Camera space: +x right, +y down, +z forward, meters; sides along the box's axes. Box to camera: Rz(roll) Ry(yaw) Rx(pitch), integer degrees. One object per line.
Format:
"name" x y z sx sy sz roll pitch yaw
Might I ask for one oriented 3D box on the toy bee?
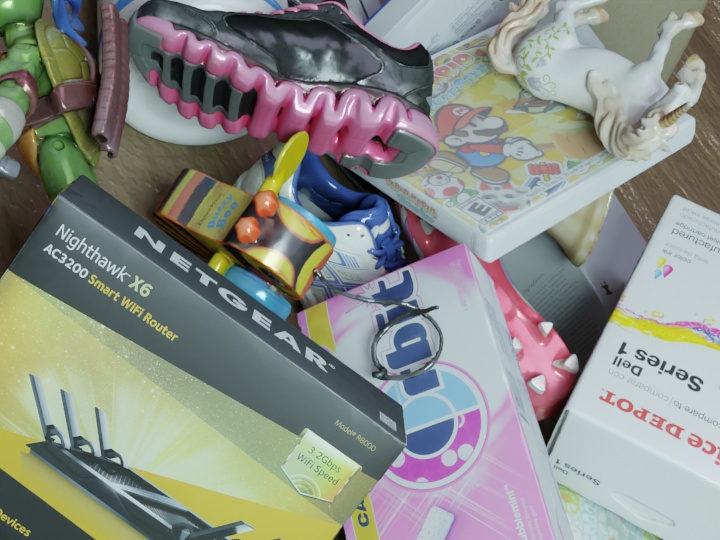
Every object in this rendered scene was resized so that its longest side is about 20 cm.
"toy bee" -0.052 -0.023 0.709 0.109 0.198 0.132 50 50 -54

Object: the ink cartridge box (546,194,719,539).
"ink cartridge box" 0.226 0.070 0.814 0.144 0.084 0.201 26 56 13

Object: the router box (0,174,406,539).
"router box" -0.101 0.078 0.600 0.199 0.158 0.052 35 12 -9

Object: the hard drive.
"hard drive" 0.099 -0.177 0.959 0.200 0.132 0.025 32 20 -53

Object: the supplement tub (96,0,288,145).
"supplement tub" -0.116 -0.199 0.852 0.131 0.132 0.202 15 46 -30

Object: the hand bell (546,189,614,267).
"hand bell" 0.075 -0.080 0.881 0.198 0.105 0.105 16 43 1

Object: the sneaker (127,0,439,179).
"sneaker" -0.041 -0.128 0.752 0.198 0.079 0.096 18 66 -16

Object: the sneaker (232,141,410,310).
"sneaker" 0.000 0.000 0.811 0.200 0.088 0.075 42 38 -5

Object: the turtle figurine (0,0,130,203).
"turtle figurine" -0.197 -0.047 0.663 0.199 0.143 0.195 -32 94 -44

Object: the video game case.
"video game case" 0.092 -0.096 0.834 0.199 0.023 0.182 -29 47 -29

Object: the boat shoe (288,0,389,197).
"boat shoe" -0.024 -0.138 0.925 0.201 0.073 0.063 52 40 2

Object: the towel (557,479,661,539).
"towel" 0.150 0.226 0.773 0.170 0.048 0.201 -9 62 -48

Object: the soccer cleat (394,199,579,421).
"soccer cleat" 0.073 0.011 0.831 0.066 0.077 0.201 -23 74 -27

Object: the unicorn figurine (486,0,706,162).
"unicorn figurine" 0.167 -0.129 0.811 0.137 0.199 0.074 -44 131 -29

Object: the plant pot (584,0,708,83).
"plant pot" 0.193 -0.253 1.124 0.198 0.177 0.201 -1 57 -40

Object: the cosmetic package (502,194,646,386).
"cosmetic package" 0.184 0.020 0.960 0.101 0.074 0.201 -10 64 -43

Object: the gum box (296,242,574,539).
"gum box" 0.041 0.091 0.720 0.066 0.112 0.202 45 27 -60

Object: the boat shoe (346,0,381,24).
"boat shoe" -0.021 -0.206 0.992 0.065 0.072 0.202 -17 81 -11
